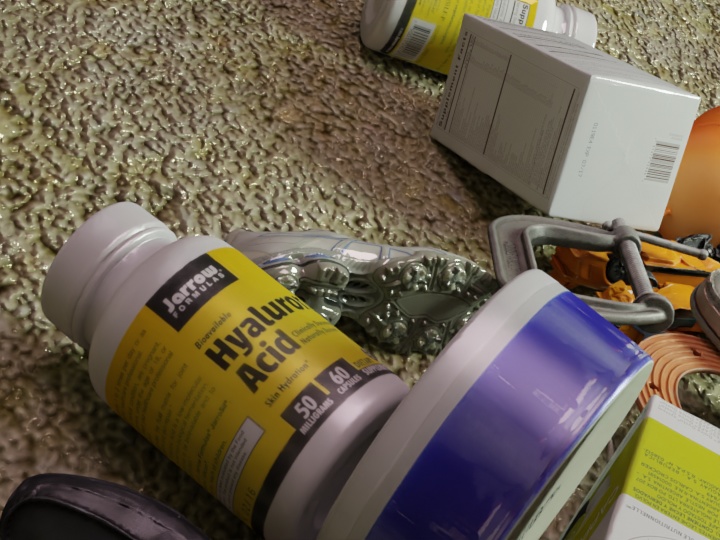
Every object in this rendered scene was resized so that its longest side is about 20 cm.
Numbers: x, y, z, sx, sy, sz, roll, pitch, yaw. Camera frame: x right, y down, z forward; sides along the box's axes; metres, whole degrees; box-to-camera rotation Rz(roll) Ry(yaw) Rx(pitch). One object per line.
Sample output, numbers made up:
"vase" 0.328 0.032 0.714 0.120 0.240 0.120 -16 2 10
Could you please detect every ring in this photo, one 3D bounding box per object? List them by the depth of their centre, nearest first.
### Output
"ring" 0.252 0.113 1.018 0.199 0.019 0.201 23 30 -14

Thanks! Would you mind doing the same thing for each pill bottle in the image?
"pill bottle" -0.078 0.052 0.879 0.199 0.112 0.111 36 32 19
"pill bottle" 0.108 -0.225 1.453 0.198 0.112 0.112 17 31 -15

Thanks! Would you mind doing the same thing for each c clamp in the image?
"c clamp" 0.171 -0.003 1.121 0.169 0.027 0.200 14 23 1

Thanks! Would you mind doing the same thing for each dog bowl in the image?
"dog bowl" 0.064 0.102 0.833 0.079 0.201 0.200 37 32 14

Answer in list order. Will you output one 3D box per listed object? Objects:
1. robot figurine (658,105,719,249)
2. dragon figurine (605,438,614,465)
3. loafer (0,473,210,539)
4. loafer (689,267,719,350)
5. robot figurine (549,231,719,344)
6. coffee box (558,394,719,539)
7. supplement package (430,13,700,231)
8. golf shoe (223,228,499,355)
"robot figurine" 0.309 -0.076 1.367 0.143 0.117 0.200 32 27 14
"dragon figurine" 0.227 0.146 1.022 0.198 0.059 0.100 25 28 -10
"loafer" -0.087 0.164 0.757 0.199 0.068 0.070 32 22 3
"loafer" 0.312 0.059 1.064 0.200 0.063 0.072 42 48 16
"robot figurine" 0.248 0.023 1.231 0.198 0.059 0.146 9 35 -25
"coffee box" 0.158 0.219 0.723 0.199 0.201 0.198 29 31 5
"supplement package" 0.158 -0.123 1.286 0.109 0.115 0.200 7 19 -29
"golf shoe" 0.000 0.000 1.071 0.198 0.079 0.097 7 29 -31
